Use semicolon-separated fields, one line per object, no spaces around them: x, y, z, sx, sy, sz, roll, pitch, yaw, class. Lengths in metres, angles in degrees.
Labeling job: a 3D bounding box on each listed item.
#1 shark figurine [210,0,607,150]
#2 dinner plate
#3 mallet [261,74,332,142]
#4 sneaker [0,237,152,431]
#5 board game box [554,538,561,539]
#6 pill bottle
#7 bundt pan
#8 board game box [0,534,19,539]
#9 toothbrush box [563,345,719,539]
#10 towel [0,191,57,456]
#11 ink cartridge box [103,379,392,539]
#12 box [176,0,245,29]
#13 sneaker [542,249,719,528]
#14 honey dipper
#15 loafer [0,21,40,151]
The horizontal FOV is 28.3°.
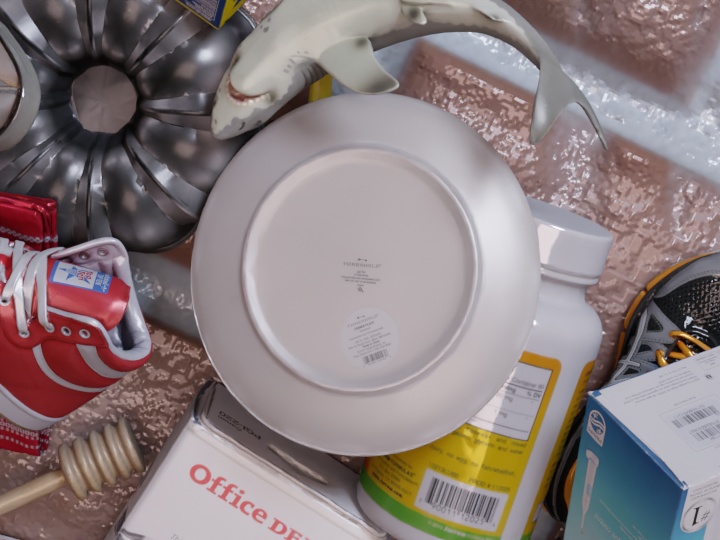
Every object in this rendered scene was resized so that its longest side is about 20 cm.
0.030;-0.126;0.776;0.211;0.089;0.130;4;84;15;shark figurine
0.000;0.000;0.785;0.197;0.024;0.204;-1;85;9;dinner plate
-0.027;-0.144;0.829;0.065;0.041;0.203;-5;101;-31;mallet
-0.197;0.003;0.760;0.112;0.072;0.200;-25;130;27;sneaker
0.067;0.276;0.930;0.198;0.034;0.137;-23;102;5;board game box
0.077;0.060;0.843;0.110;0.111;0.203;18;102;-3;pill bottle
-0.151;-0.098;0.830;0.198;0.076;0.205;0;103;1;bundt pan
-0.305;0.223;0.924;0.197;0.034;0.136;16;103;-3;board game box
0.196;0.149;0.814;0.145;0.085;0.202;-15;130;-25;toothbrush box
-0.252;0.029;0.844;0.142;0.023;0.202;9;128;-3;towel
-0.091;0.193;0.889;0.145;0.085;0.201;33;103;-7;ink cartridge box
-0.133;-0.224;0.777;0.199;0.070;0.064;36;146;3;box
0.180;0.080;0.864;0.078;0.077;0.202;31;100;-4;sneaker
-0.231;0.147;0.886;0.198;0.038;0.038;-23;102;-6;honey dipper
-0.246;-0.141;0.775;0.200;0.063;0.072;45;108;30;loafer
